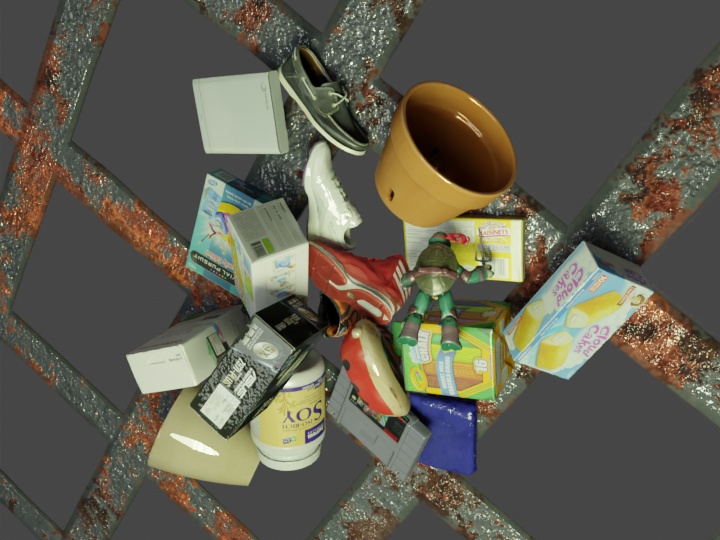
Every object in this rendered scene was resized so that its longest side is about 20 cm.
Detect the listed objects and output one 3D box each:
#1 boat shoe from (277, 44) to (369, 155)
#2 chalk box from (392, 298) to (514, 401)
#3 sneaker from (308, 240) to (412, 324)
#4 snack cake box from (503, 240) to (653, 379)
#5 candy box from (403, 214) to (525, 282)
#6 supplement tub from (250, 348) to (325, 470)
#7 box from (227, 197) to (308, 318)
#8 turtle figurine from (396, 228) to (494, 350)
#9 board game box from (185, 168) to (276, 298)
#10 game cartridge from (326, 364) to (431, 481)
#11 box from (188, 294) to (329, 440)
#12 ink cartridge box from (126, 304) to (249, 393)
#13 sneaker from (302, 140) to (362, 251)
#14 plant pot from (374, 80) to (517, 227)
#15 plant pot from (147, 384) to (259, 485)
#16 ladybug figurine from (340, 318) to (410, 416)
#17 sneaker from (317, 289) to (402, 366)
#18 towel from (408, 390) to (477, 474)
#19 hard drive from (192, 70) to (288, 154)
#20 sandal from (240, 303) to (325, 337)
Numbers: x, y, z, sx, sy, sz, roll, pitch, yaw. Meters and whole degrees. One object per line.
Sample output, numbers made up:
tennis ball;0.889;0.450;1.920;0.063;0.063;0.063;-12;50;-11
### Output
boat shoe;-0.052;-0.272;1.195;0.201;0.072;0.068;51;126;3
chalk box;0.140;0.123;1.218;0.198;0.124;0.126;1;109;25
sneaker;0.000;0.000;1.253;0.200;0.115;0.079;40;140;14
snack cake box;0.322;0.064;1.109;0.114;0.068;0.201;20;124;-22
candy box;0.167;-0.039;1.201;0.198;0.026;0.103;5;108;24
supplement tub;-0.137;0.255;1.391;0.144;0.145;0.202;9;113;23
box;-0.155;-0.006;1.263;0.113;0.101;0.201;58;158;31
turtle figurine;0.118;0.017;1.133;0.148;0.101;0.202;-1;67;30
board game box;-0.235;-0.064;1.377;0.150;0.047;0.201;28;118;15
game cartridge;0.028;0.267;1.325;0.200;0.038;0.130;38;134;23
box;-0.161;0.154;1.205;0.086;0.164;0.201;39;107;7
ink cartridge box;-0.318;0.148;1.407;0.144;0.200;0.085;-13;103;29
sneaker;-0.044;-0.123;1.257;0.099;0.075;0.202;4;117;14
plant pot;0.111;-0.158;1.100;0.200;0.200;0.140;48;138;2
plant pot;-0.296;0.351;1.502;0.199;0.188;0.188;26;119;-1
ladybug figurine;0.021;0.165;1.214;0.071;0.136;0.201;-23;125;7
sneaker;-0.012;0.110;1.294;0.077;0.112;0.201;-36;91;32
towel;0.117;0.282;1.337;0.198;0.050;0.149;8;115;25
hard drive;-0.208;-0.268;1.270;0.199;0.027;0.133;8;112;40
sandal;-0.138;0.106;1.376;0.199;0.075;0.048;10;69;30
